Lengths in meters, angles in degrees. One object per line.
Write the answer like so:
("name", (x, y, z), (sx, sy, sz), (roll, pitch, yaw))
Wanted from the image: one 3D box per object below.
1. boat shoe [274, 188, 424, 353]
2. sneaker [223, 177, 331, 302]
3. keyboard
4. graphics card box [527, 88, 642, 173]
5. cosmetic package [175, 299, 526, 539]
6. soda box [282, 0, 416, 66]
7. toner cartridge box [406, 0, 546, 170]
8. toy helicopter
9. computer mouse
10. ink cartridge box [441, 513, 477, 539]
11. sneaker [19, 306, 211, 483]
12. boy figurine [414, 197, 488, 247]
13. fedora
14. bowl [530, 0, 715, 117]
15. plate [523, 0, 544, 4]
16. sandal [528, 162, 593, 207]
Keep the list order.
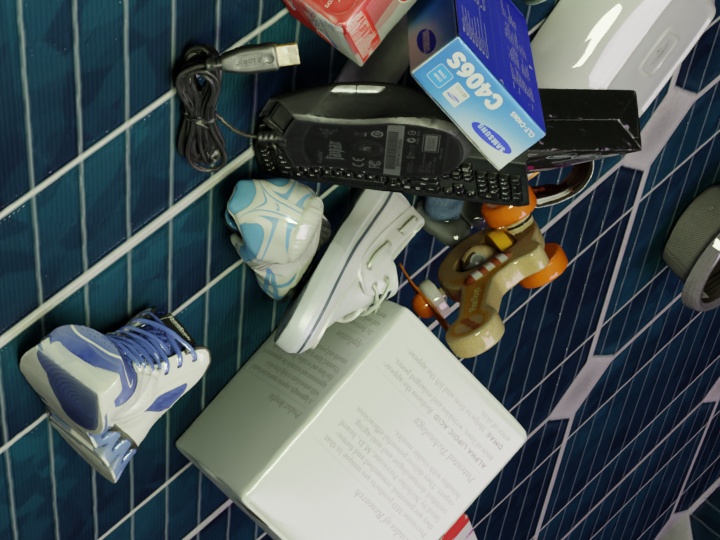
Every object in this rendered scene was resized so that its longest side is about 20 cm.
("boat shoe", (0.000, 0.000, 1.622), (0.074, 0.067, 0.200), (-53, -174, 48))
("sneaker", (-0.065, -0.028, 1.558), (0.072, 0.072, 0.200), (-59, 175, -13))
("keyboard", (0.018, -0.072, 1.475), (0.104, 0.199, 0.040), (78, 21, -59))
("graphics card box", (0.099, -0.098, 1.571), (0.125, 0.051, 0.200), (-2, 175, -38))
("cosmetic package", (-0.010, 0.139, 1.701), (0.200, 0.165, 0.165), (-48, 114, -8))
("soda box", (0.033, -0.239, 1.390), (0.200, 0.070, 0.063), (-50, 160, -6))
("toner cartridge box", (0.076, -0.156, 1.436), (0.043, 0.095, 0.200), (-37, -157, 19))
("toy helicopter", (0.091, 0.016, 1.703), (0.132, 0.079, 0.200), (-22, -159, 19))
("computer mouse", (-0.026, -0.116, 1.376), (0.141, 0.199, 0.046), (84, 9, -60))
("ink cartridge box", (0.067, 0.316, 2.369), (0.116, 0.067, 0.200), (-48, 159, -11))
("sneaker", (-0.169, 0.066, 1.479), (0.115, 0.080, 0.199), (-49, 166, -18))
("boy figurine", (0.101, -0.113, 1.748), (0.124, 0.064, 0.200), (-33, 156, -34))
("fedora", (0.437, -0.043, 2.513), (0.200, 0.090, 0.177), (-34, 152, -23))
("bowl", (0.238, -0.211, 1.857), (0.200, 0.075, 0.200), (-53, 158, 7))
("plate", (0.190, -0.284, 1.605), (0.200, 0.026, 0.200), (-45, -167, 13))
("sandal", (0.172, -0.087, 1.860), (0.079, 0.059, 0.207), (-42, -179, 6))
